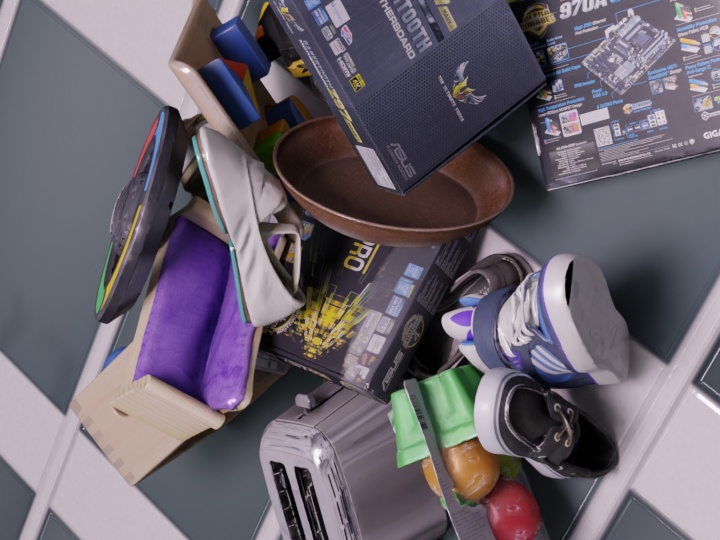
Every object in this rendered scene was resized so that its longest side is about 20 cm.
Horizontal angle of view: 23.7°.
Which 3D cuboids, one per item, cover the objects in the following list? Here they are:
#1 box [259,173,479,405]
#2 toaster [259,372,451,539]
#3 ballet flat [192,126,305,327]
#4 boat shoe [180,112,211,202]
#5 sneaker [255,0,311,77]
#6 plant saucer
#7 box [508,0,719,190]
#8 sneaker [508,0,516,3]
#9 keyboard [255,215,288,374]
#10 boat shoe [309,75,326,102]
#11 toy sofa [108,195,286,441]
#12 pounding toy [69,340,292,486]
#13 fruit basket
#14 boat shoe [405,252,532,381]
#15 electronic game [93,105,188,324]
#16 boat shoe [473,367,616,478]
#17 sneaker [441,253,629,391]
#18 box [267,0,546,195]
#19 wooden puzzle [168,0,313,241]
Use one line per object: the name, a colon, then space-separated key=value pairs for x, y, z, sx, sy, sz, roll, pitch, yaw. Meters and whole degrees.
box: x=0.000 y=0.000 z=1.497 sx=0.161 sy=0.049 sz=0.200 roll=22 pitch=78 yaw=35
toaster: x=-0.004 y=0.189 z=1.521 sx=0.114 sy=0.129 sz=0.200 roll=7 pitch=117 yaw=50
ballet flat: x=-0.085 y=-0.040 z=1.393 sx=0.069 sy=0.069 sz=0.200 roll=21 pitch=140 yaw=35
boat shoe: x=-0.142 y=-0.113 z=1.583 sx=0.200 sy=0.075 sz=0.068 roll=130 pitch=119 yaw=-76
sneaker: x=-0.025 y=-0.206 z=1.495 sx=0.200 sy=0.070 sz=0.090 roll=20 pitch=87 yaw=53
plant saucer: x=0.026 y=-0.070 z=1.408 sx=0.200 sy=0.200 sz=0.037 roll=31 pitch=128 yaw=31
box: x=0.220 y=-0.159 z=1.351 sx=0.200 sy=0.046 sz=0.159 roll=-13 pitch=90 yaw=40
sneaker: x=0.052 y=-0.186 z=1.397 sx=0.074 sy=0.081 sz=0.200 roll=19 pitch=70 yaw=38
keyboard: x=-0.077 y=-0.006 z=1.568 sx=0.011 sy=0.056 sz=0.200 roll=149 pitch=133 yaw=-66
boat shoe: x=0.027 y=-0.170 z=1.496 sx=0.200 sy=0.062 sz=0.072 roll=6 pitch=102 yaw=38
toy sofa: x=-0.139 y=0.037 z=1.480 sx=0.098 sy=0.083 sz=0.200 roll=-28 pitch=41 yaw=43
pounding toy: x=-0.152 y=0.068 z=1.626 sx=0.142 sy=0.184 sz=0.200 roll=52 pitch=126 yaw=5
fruit basket: x=0.097 y=0.179 z=1.425 sx=0.094 sy=0.185 sz=0.200 roll=-18 pitch=85 yaw=24
boat shoe: x=0.070 y=0.054 z=1.504 sx=0.200 sy=0.057 sz=0.067 roll=-47 pitch=68 yaw=34
electronic game: x=-0.196 y=-0.049 z=1.507 sx=0.200 sy=0.042 sz=0.200 roll=-162 pitch=90 yaw=-77
boat shoe: x=0.151 y=0.125 z=1.375 sx=0.057 sy=0.200 sz=0.069 roll=3 pitch=74 yaw=29
sneaker: x=0.125 y=0.044 z=1.364 sx=0.146 sy=0.200 sz=0.081 roll=1 pitch=70 yaw=22
box: x=0.036 y=-0.183 z=1.321 sx=0.051 sy=0.158 sz=0.200 roll=20 pitch=144 yaw=60
wooden puzzle: x=-0.089 y=-0.141 z=1.478 sx=0.046 sy=0.200 sz=0.185 roll=-30 pitch=112 yaw=12
